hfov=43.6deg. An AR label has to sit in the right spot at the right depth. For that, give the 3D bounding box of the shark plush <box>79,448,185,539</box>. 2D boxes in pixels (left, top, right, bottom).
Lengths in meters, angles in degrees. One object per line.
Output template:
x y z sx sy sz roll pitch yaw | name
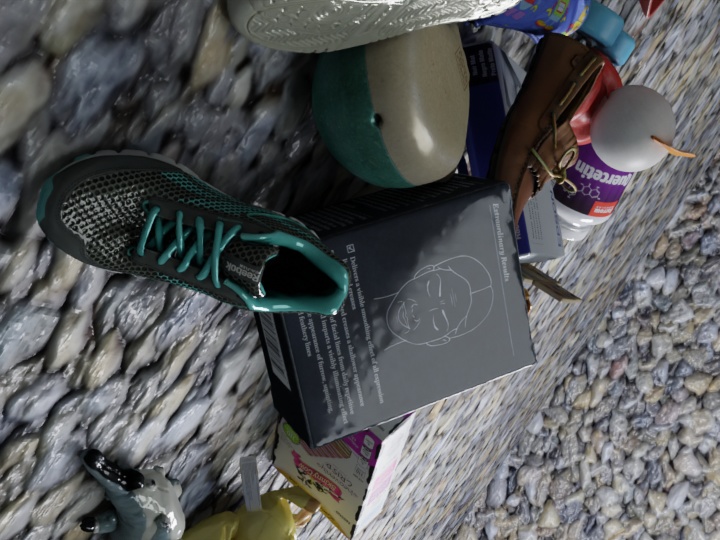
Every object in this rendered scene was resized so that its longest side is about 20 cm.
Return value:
-0.198 0.217 0.770 0.082 0.092 0.201 -17 155 -8 | shark plush

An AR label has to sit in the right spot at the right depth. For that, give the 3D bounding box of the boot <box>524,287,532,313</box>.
0.122 0.016 1.000 0.071 0.144 0.201 -47 170 -2 | boot

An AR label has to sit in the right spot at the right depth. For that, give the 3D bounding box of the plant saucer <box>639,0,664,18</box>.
0.287 -0.340 0.725 0.200 0.037 0.200 -48 158 -14 | plant saucer

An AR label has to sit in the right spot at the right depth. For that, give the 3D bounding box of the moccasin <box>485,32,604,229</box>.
0.157 -0.107 0.765 0.074 0.076 0.204 90 23 -61 | moccasin

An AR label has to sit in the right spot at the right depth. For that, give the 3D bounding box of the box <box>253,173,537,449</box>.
0.020 0.022 0.702 0.197 0.107 0.151 -17 106 -18 | box

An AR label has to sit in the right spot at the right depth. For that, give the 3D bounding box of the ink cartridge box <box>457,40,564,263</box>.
0.138 -0.108 0.853 0.199 0.040 0.204 -1 80 -64 | ink cartridge box

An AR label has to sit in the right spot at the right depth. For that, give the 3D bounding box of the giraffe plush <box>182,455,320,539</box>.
-0.119 0.320 1.009 0.163 0.169 0.204 89 9 -72 | giraffe plush

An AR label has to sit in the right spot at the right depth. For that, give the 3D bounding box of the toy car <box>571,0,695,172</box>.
0.294 -0.172 1.035 0.186 0.199 0.176 -58 158 13 | toy car

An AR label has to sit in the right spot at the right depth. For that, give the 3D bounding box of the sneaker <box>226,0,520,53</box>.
0.005 -0.210 0.564 0.196 0.113 0.077 -13 169 -9 | sneaker

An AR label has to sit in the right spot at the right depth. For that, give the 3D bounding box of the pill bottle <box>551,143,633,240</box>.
0.322 -0.145 1.254 0.112 0.112 0.202 -28 146 -47 | pill bottle

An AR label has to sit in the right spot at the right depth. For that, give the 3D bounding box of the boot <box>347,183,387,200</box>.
0.000 0.000 0.843 0.154 0.072 0.202 -38 150 -27 | boot

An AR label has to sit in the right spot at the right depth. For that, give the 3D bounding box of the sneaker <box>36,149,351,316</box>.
-0.087 -0.017 0.532 0.197 0.091 0.079 13 95 -33 | sneaker

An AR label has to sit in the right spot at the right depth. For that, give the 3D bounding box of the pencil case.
0.134 -0.240 0.763 0.199 0.077 0.088 -15 124 -58 | pencil case

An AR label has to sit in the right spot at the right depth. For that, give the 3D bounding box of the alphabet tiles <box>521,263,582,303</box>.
0.132 -0.022 0.918 0.006 0.199 0.166 -60 157 11 | alphabet tiles

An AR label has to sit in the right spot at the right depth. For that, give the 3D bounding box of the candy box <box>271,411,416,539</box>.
-0.024 0.185 0.985 0.061 0.136 0.202 -34 150 -36 | candy box

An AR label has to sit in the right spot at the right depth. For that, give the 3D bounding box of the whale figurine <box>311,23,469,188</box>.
0.028 -0.140 0.685 0.201 0.102 0.162 -57 133 -58 | whale figurine
